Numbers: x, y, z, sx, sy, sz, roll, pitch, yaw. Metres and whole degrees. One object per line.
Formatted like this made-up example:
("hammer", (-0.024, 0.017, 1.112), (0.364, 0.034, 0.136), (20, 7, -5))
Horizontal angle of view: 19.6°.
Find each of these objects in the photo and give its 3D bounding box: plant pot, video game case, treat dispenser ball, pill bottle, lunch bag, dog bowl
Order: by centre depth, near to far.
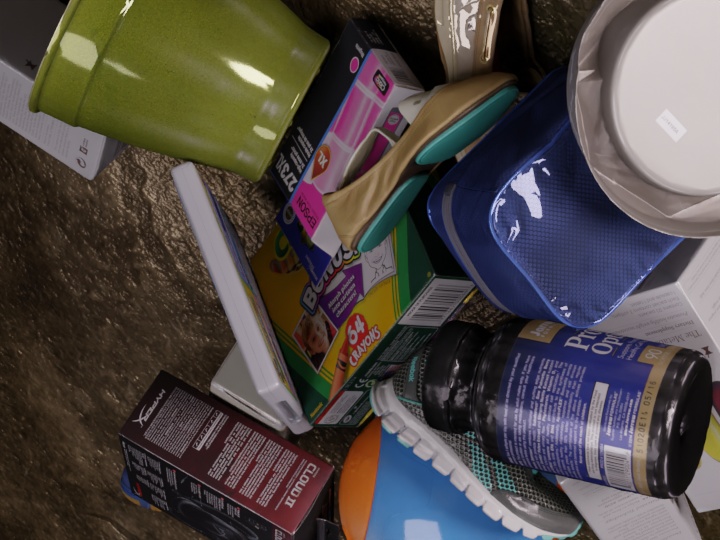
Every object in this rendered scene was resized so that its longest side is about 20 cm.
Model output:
("dog bowl", (0.232, -0.125, 1.436), (0.201, 0.200, 0.059), (57, 176, -17))
("lunch bag", (0.156, -0.063, 1.532), (0.136, 0.200, 0.132), (53, 165, -19))
("pill bottle", (0.152, 0.096, 1.551), (0.199, 0.112, 0.112), (11, 130, 24))
("plant pot", (-0.135, -0.170, 1.678), (0.192, 0.201, 0.201), (29, 138, -3))
("video game case", (-0.096, 0.026, 1.715), (0.182, 0.022, 0.201), (63, -176, -74))
("treat dispenser ball", (0.081, 0.195, 1.795), (0.200, 0.201, 0.202), (20, 134, 22))

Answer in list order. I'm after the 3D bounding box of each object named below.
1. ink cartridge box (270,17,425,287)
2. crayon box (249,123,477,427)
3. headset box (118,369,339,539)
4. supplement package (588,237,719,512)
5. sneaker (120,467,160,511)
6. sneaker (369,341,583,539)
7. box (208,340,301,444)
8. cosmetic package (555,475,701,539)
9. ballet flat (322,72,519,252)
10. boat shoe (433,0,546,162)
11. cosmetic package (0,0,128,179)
("ink cartridge box", (-0.021, -0.093, 1.674), (0.201, 0.037, 0.095), (-63, 39, 29))
("crayon box", (0.000, 0.000, 1.705), (0.200, 0.058, 0.173), (-51, 48, 37))
("headset box", (-0.107, 0.190, 1.843), (0.199, 0.077, 0.149), (27, 157, 12))
("supplement package", (0.274, 0.070, 1.613), (0.113, 0.110, 0.200), (-20, 111, 45))
("sneaker", (-0.157, 0.190, 2.080), (0.199, 0.075, 0.089), (-1, 112, 30))
("sneaker", (0.106, 0.132, 1.654), (0.200, 0.078, 0.091), (38, 107, -2))
("box", (-0.088, 0.120, 1.895), (0.078, 0.095, 0.200), (31, 155, 5))
("cosmetic package", (0.209, 0.164, 1.687), (0.074, 0.102, 0.200), (-26, 140, 12))
("ballet flat", (0.037, -0.095, 1.572), (0.200, 0.069, 0.063), (-46, 72, 29))
("boat shoe", (0.108, -0.139, 1.591), (0.069, 0.074, 0.201), (11, 130, 37))
("cosmetic package", (-0.280, -0.178, 1.820), (0.199, 0.102, 0.074), (33, 137, 8))
